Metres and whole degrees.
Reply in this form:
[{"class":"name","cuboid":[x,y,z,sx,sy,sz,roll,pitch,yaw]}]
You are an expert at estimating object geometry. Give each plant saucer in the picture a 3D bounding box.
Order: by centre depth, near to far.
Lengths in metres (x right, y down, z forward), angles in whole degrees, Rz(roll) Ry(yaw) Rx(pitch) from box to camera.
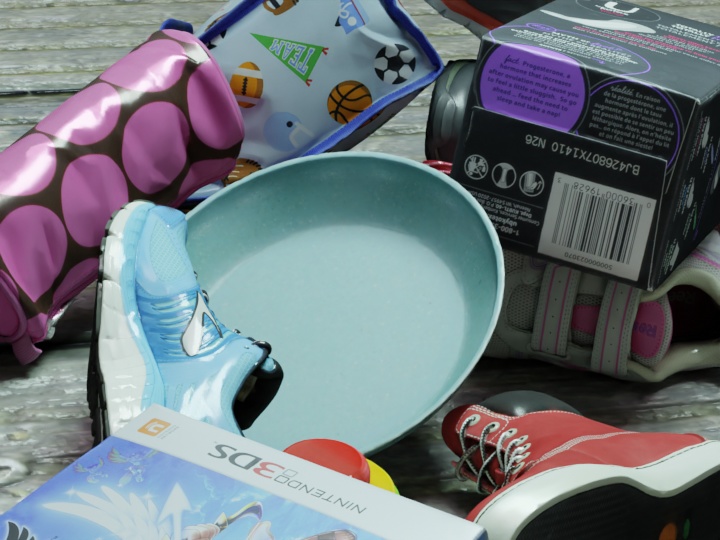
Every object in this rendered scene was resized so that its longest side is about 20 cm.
[{"class":"plant saucer","cuboid":[-0.022,0.028,1.324,0.199,0.036,0.200,-10,48,12]}]

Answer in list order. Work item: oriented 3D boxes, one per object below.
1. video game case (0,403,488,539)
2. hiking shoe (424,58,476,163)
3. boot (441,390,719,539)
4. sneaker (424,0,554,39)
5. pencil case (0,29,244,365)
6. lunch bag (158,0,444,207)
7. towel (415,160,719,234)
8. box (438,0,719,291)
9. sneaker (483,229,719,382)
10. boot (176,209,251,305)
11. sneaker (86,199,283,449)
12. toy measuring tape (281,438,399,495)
[{"class":"video game case","cuboid":[-0.078,0.139,1.033,0.181,0.046,0.200,16,38,36]},{"class":"hiking shoe","cuboid":[0.114,-0.087,1.654,0.100,0.076,0.200,8,3,28]},{"class":"boot","cuboid":[0.070,0.101,1.200,0.144,0.073,0.200,17,16,34]},{"class":"sneaker","cuboid":[0.069,-0.192,1.611,0.200,0.082,0.077,31,11,-43]},{"class":"pencil case","cuboid":[-0.144,-0.043,1.434,0.200,0.094,0.091,-44,1,-30]},{"class":"lunch bag","cuboid":[-0.061,-0.108,1.592,0.200,0.124,0.170,-36,2,5]},{"class":"towel","cuboid":[0.121,-0.042,1.606,0.199,0.023,0.144,7,-3,9]},{"class":"box","cuboid":[0.134,-0.074,1.414,0.122,0.106,0.200,18,19,15]},{"class":"sneaker","cuboid":[0.128,0.015,1.427,0.199,0.082,0.088,-2,19,-13]},{"class":"boot","cuboid":[0.000,0.000,1.487,0.199,0.064,0.186,2,18,-16]},{"class":"sneaker","cuboid":[-0.084,0.047,1.272,0.090,0.079,0.200,2,44,-10]},{"class":"toy measuring tape","cuboid":[0.010,0.124,1.132,0.073,0.074,0.200,-16,34,-43]}]
